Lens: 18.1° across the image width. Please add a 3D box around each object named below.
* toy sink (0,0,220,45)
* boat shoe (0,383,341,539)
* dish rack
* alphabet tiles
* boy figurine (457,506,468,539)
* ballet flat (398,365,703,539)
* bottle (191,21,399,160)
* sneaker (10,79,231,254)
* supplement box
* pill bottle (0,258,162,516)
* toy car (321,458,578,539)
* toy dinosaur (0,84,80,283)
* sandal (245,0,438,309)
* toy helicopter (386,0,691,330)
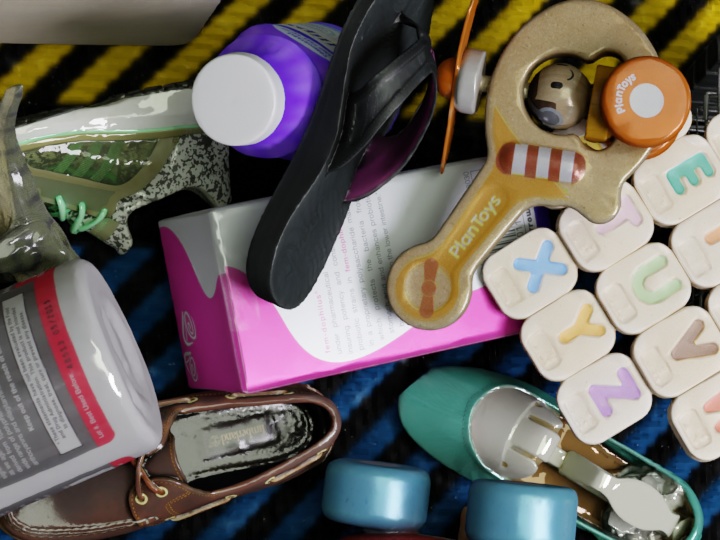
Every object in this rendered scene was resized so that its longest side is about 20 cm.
[{"bbox_3d":[-0.183,-0.195,1.247,0.198,0.130,0.113,0,82,-14],"label":"toy sink"},{"bbox_3d":[-0.107,0.103,1.258,0.199,0.070,0.071,-18,90,-15],"label":"boat shoe"},{"bbox_3d":[0.213,-0.035,1.324,0.054,0.153,0.202,4,82,-1],"label":"dish rack"},{"bbox_3d":[0.175,-0.002,1.239,0.195,0.015,0.201,-30,86,-4],"label":"alphabet tiles"},{"bbox_3d":[0.111,0.226,1.303,0.124,0.064,0.201,-18,90,-13],"label":"boy figurine"},{"bbox_3d":[0.118,0.110,1.316,0.199,0.070,0.068,29,77,-9],"label":"ballet flat"},{"bbox_3d":[-0.037,-0.098,1.236,0.083,0.200,0.066,31,104,11],"label":"bottle"},{"bbox_3d":[-0.156,-0.048,1.269,0.199,0.077,0.089,-14,98,-13],"label":"sneaker"},{"bbox_3d":[0.000,0.000,1.269,0.199,0.103,0.102,-11,93,-23],"label":"supplement box"},{"bbox_3d":[-0.214,0.080,1.195,0.199,0.111,0.111,-23,89,2],"label":"pill bottle"},{"bbox_3d":[0.011,0.198,1.185,0.176,0.200,0.186,5,87,26],"label":"toy car"},{"bbox_3d":[-0.197,-0.010,1.235,0.088,0.048,0.201,-19,127,-4],"label":"toy dinosaur"},{"bbox_3d":[0.005,-0.069,1.181,0.048,0.075,0.202,19,81,25],"label":"sandal"},{"bbox_3d":[0.076,-0.059,1.201,0.132,0.079,0.200,38,91,5],"label":"toy helicopter"}]
